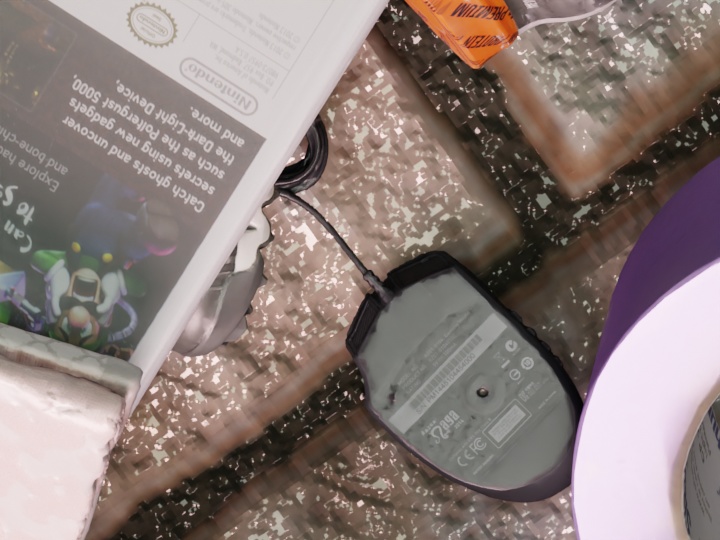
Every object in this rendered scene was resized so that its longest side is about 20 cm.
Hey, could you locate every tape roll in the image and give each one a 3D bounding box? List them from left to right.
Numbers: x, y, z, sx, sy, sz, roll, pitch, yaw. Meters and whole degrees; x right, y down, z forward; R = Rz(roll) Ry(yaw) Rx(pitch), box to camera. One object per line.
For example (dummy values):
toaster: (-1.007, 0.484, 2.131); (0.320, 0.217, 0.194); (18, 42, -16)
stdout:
tape roll: (0.170, 0.054, 0.931); (0.200, 0.085, 0.200); (6, 118, 11)

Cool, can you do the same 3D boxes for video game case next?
video game case: (-0.109, -0.081, 0.901); (0.200, 0.023, 0.182); (33, 99, 1)

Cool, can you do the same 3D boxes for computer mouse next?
computer mouse: (0.000, 0.000, 0.999); (0.059, 0.034, 0.200); (-43, 85, 3)

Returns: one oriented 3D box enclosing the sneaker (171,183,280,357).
sneaker: (-0.082, -0.069, 0.947); (0.090, 0.066, 0.200); (0, 77, -30)

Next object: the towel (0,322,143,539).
towel: (-0.176, 0.056, 0.931); (0.191, 0.200, 0.032); (21, 51, -3)

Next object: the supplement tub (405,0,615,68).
supplement tub: (0.080, -0.165, 0.943); (0.200, 0.123, 0.123); (-42, 92, 2)
